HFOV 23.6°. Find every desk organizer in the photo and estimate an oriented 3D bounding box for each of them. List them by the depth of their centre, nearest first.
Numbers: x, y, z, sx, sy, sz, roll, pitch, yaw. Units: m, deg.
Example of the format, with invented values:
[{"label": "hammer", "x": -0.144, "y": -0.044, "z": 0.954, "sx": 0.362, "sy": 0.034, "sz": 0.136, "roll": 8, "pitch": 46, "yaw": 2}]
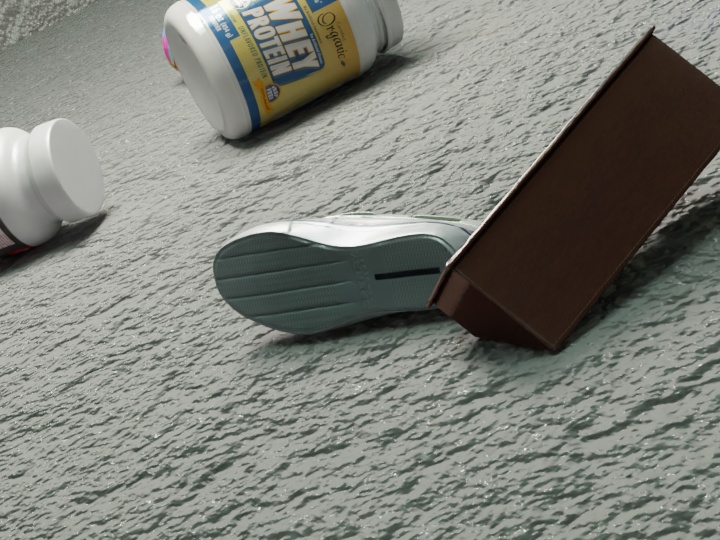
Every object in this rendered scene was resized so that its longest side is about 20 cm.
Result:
[{"label": "desk organizer", "x": 0.133, "y": -0.038, "z": 1.002, "sx": 0.200, "sy": 0.077, "sz": 0.072, "roll": -48, "pitch": -7, "yaw": -19}]

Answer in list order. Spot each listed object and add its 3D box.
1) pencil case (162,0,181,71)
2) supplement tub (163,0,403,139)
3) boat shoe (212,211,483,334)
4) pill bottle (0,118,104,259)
[{"label": "pencil case", "x": -0.160, "y": -0.262, "z": 1.961, "sx": 0.088, "sy": 0.089, "sz": 0.200, "roll": -30, "pitch": 21, "yaw": -16}, {"label": "supplement tub", "x": -0.074, "y": -0.231, "z": 1.672, "sx": 0.200, "sy": 0.145, "sz": 0.145, "roll": -29, "pitch": 19, "yaw": -12}, {"label": "boat shoe", "x": 0.000, "y": 0.000, "z": 1.105, "sx": 0.200, "sy": 0.074, "sz": 0.067, "roll": 2, "pitch": 16, "yaw": 35}, {"label": "pill bottle", "x": -0.350, "y": -0.066, "z": 1.615, "sx": 0.200, "sy": 0.116, "sz": 0.116, "roll": -18, "pitch": 20, "yaw": 18}]
